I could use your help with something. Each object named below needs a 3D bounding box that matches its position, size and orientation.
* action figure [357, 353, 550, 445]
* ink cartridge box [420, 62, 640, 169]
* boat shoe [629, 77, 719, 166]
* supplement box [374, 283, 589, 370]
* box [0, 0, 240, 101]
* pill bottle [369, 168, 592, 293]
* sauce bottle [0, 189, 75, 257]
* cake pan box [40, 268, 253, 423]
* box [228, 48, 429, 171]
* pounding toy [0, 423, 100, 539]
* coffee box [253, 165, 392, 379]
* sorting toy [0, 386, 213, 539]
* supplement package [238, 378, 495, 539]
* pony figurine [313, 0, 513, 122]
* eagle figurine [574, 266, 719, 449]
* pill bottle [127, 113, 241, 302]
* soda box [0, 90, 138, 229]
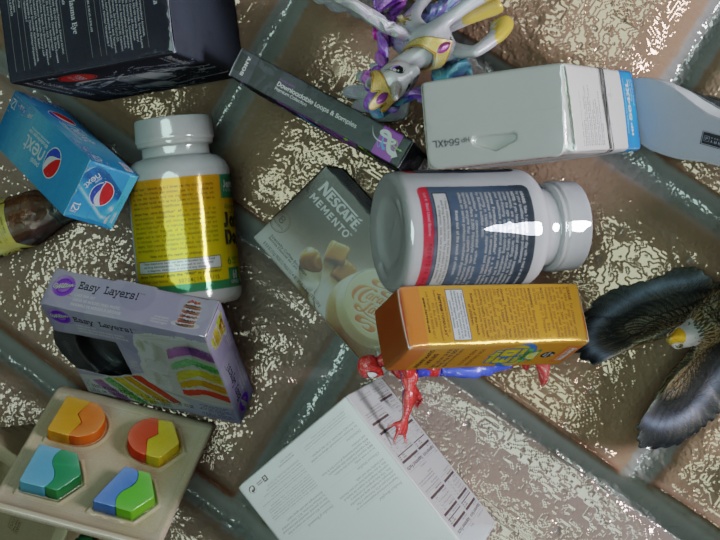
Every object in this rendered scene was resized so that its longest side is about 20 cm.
[{"bbox_3d":[0.087,0.119,1.312,0.199,0.065,0.099,4,105,-22],"label":"action figure"},{"bbox_3d":[0.166,-0.145,1.239,0.146,0.200,0.085,-4,92,28],"label":"ink cartridge box"},{"bbox_3d":[0.343,-0.137,1.279,0.200,0.057,0.069,28,117,29],"label":"boat shoe"},{"bbox_3d":[0.119,0.054,1.264,0.199,0.067,0.069,-3,67,-23],"label":"supplement box"},{"bbox_3d":[-0.243,-0.248,1.353,0.181,0.200,0.105,-8,90,15],"label":"box"},{"bbox_3d":[0.120,-0.040,1.280,0.199,0.120,0.120,-2,93,-18],"label":"pill bottle"},{"bbox_3d":[-0.391,-0.052,1.473,0.199,0.066,0.066,-15,90,16],"label":"sauce bottle"},{"bbox_3d":[-0.226,0.082,1.384,0.199,0.184,0.052,11,55,14],"label":"cake pan box"},{"bbox_3d":[-0.027,-0.155,1.332,0.200,0.143,0.036,31,94,11],"label":"box"},{"bbox_3d":[-0.346,0.301,1.462,0.200,0.142,0.185,27,99,22],"label":"pounding toy"},{"bbox_3d":[0.000,0.000,1.366,0.114,0.080,0.200,-42,83,13],"label":"coffee box"},{"bbox_3d":[-0.271,0.202,1.385,0.184,0.200,0.037,13,127,7],"label":"sorting toy"},{"bbox_3d":[0.011,0.242,1.342,0.152,0.151,0.200,-41,83,13],"label":"supplement package"},{"bbox_3d":[0.049,-0.234,1.300,0.200,0.193,0.167,-38,122,-13],"label":"pony figurine"},{"bbox_3d":[0.326,0.064,1.280,0.200,0.151,0.152,-42,37,42],"label":"eagle figurine"},{"bbox_3d":[-0.192,-0.063,1.396,0.112,0.113,0.201,-5,92,15],"label":"pill bottle"},{"bbox_3d":[-0.322,-0.121,1.402,0.200,0.064,0.068,39,105,44],"label":"soda box"}]
